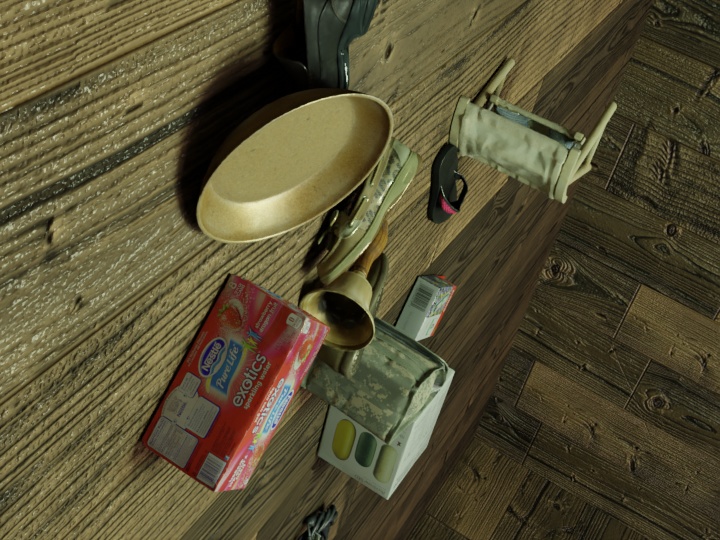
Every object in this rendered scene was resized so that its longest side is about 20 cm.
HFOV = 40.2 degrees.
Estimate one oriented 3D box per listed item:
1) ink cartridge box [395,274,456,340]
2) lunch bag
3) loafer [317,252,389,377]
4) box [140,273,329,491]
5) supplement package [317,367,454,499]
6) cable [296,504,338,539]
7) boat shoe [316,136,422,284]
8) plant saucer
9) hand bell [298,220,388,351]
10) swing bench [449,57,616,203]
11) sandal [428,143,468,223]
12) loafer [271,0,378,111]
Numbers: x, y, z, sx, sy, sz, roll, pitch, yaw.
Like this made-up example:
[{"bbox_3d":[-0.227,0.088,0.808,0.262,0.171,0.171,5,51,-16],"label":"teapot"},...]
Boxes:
[{"bbox_3d":[0.131,0.067,1.850,0.110,0.050,0.200,-65,163,9],"label":"ink cartridge box"},{"bbox_3d":[0.033,0.145,1.464,0.119,0.163,0.200,-64,165,20],"label":"lunch bag"},{"bbox_3d":[-0.010,0.051,1.362,0.076,0.067,0.201,103,6,-52],"label":"loafer"},{"bbox_3d":[-0.128,0.119,1.033,0.202,0.099,0.095,-62,164,-2],"label":"box"},{"bbox_3d":[0.041,0.243,1.669,0.151,0.151,0.202,-44,156,-46],"label":"supplement package"},{"bbox_3d":[-0.105,0.549,1.922,0.202,0.050,0.163,-71,167,19],"label":"cable"},{"bbox_3d":[-0.001,-0.074,1.212,0.201,0.062,0.073,-56,-171,-13],"label":"boat shoe"},{"bbox_3d":[-0.064,-0.099,0.883,0.199,0.036,0.201,-28,159,-12],"label":"plant saucer"},{"bbox_3d":[0.000,0.000,1.312,0.105,0.103,0.201,102,10,-45],"label":"hand bell"},{"bbox_3d":[0.263,-0.210,1.540,0.200,0.197,0.131,-44,156,-46],"label":"swing bench"},{"bbox_3d":[0.145,-0.128,1.583,0.076,0.045,0.201,-57,163,-19],"label":"sandal"},{"bbox_3d":[-0.045,-0.197,0.871,0.071,0.073,0.201,-6,143,-23],"label":"loafer"}]
